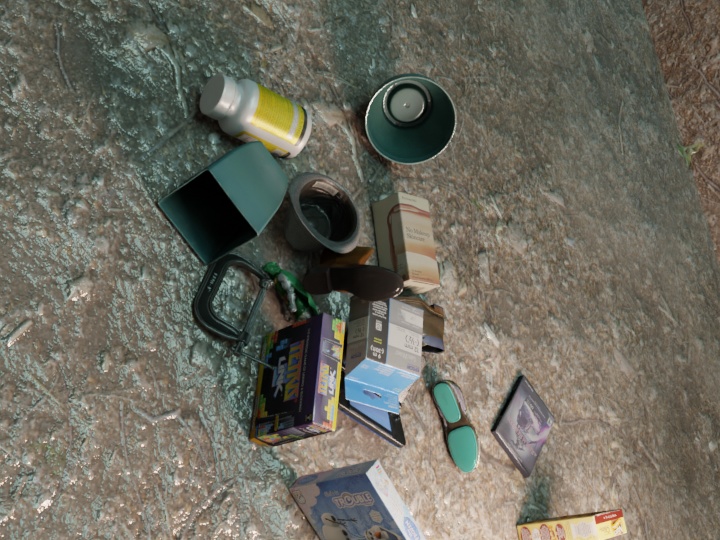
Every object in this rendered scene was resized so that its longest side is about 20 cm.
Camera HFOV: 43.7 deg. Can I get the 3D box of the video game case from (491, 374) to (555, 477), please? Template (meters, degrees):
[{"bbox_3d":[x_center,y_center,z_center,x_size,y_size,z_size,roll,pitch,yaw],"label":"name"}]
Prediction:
[{"bbox_3d":[0.380,0.359,2.083,0.143,0.019,0.200,54,42,-14],"label":"video game case"}]

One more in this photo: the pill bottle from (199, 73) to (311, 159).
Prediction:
[{"bbox_3d":[-0.200,-0.296,1.709,0.200,0.111,0.111,22,58,-39],"label":"pill bottle"}]

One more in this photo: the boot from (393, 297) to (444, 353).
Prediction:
[{"bbox_3d":[0.114,0.115,1.875,0.200,0.075,0.097,13,60,-44],"label":"boot"}]

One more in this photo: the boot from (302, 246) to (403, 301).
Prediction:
[{"bbox_3d":[0.000,0.000,1.695,0.200,0.188,0.069,-56,138,-70],"label":"boot"}]

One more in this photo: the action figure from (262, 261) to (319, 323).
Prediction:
[{"bbox_3d":[-0.115,0.066,1.654,0.055,0.118,0.200,-33,81,-20],"label":"action figure"}]

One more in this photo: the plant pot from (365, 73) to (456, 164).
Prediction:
[{"bbox_3d":[0.109,-0.356,2.019,0.200,0.200,0.134,46,18,-21],"label":"plant pot"}]

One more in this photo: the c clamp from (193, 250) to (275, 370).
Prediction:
[{"bbox_3d":[-0.209,0.063,1.588,0.171,0.027,0.200,25,53,-17],"label":"c clamp"}]

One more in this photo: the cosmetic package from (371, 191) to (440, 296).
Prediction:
[{"bbox_3d":[0.097,-0.055,1.925,0.103,0.087,0.200,9,66,-43],"label":"cosmetic package"}]

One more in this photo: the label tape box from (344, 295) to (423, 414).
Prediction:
[{"bbox_3d":[0.045,0.153,1.680,0.143,0.066,0.200,22,60,-37],"label":"label tape box"}]

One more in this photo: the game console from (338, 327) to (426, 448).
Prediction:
[{"bbox_3d":[0.039,0.210,1.713,0.200,0.118,0.171,37,22,-28],"label":"game console"}]

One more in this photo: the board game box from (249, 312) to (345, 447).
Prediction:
[{"bbox_3d":[-0.108,0.189,1.542,0.057,0.165,0.200,27,54,-35],"label":"board game box"}]

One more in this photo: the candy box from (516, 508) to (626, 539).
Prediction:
[{"bbox_3d":[0.452,0.555,1.929,0.115,0.200,0.055,6,70,-45],"label":"candy box"}]

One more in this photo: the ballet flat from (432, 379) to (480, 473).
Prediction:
[{"bbox_3d":[0.210,0.323,1.890,0.072,0.072,0.201,-13,83,-48],"label":"ballet flat"}]

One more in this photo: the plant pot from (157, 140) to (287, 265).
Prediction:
[{"bbox_3d":[-0.225,-0.137,1.599,0.141,0.141,0.200,54,36,-14],"label":"plant pot"}]

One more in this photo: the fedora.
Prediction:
[{"bbox_3d":[-0.088,-0.097,1.739,0.177,0.090,0.200,45,35,-12],"label":"fedora"}]

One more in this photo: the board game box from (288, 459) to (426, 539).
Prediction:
[{"bbox_3d":[0.001,0.426,1.521,0.043,0.200,0.199,-38,100,-47],"label":"board game box"}]
